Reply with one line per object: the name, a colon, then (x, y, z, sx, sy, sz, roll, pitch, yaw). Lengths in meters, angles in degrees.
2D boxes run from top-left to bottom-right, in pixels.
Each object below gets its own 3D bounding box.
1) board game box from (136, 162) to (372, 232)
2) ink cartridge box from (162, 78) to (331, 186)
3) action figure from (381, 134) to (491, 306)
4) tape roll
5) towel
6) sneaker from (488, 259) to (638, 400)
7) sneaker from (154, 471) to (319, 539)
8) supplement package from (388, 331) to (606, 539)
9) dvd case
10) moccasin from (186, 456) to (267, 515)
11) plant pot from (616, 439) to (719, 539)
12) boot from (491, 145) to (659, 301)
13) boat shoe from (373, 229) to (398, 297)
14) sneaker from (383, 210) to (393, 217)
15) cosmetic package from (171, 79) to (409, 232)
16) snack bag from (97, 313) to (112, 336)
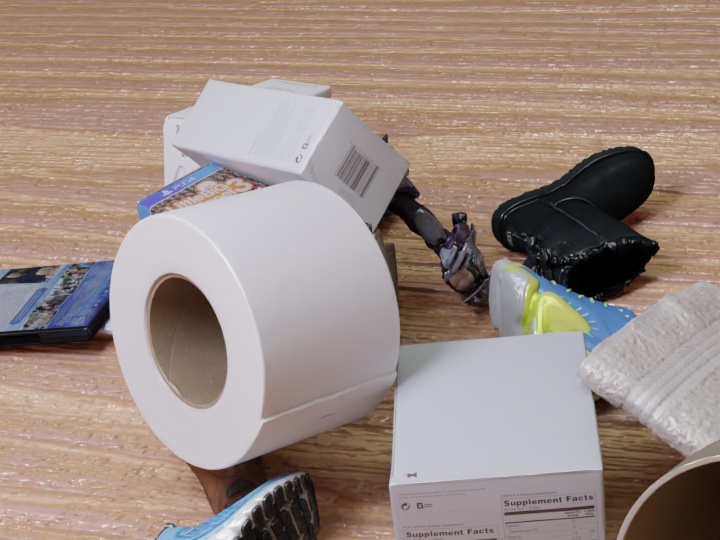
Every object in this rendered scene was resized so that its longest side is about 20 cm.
board game box: (-0.091, 0.017, 1.551, 0.200, 0.160, 0.097, 23, 39, 35)
ink cartridge box: (-0.113, -0.106, 1.796, 0.084, 0.146, 0.200, 11, 22, 27)
action figure: (0.072, -0.036, 1.651, 0.069, 0.200, 0.130, -47, 4, 1)
tape roll: (-0.084, 0.040, 1.358, 0.139, 0.204, 0.202, -17, 27, -39)
towel: (0.270, 0.076, 1.345, 0.132, 0.035, 0.200, 35, 38, 23)
sneaker: (0.189, 0.053, 1.548, 0.105, 0.076, 0.200, -4, 34, -19)
sneaker: (-0.114, 0.206, 1.315, 0.090, 0.079, 0.200, 16, 35, 43)
supplement package: (0.106, 0.147, 1.333, 0.155, 0.111, 0.200, -5, 28, 5)
dvd case: (-0.330, 0.035, 1.732, 0.199, 0.018, 0.143, -4, 28, 20)
moccasin: (-0.128, 0.129, 1.461, 0.073, 0.078, 0.202, -12, 28, -7)
plant pot: (0.289, 0.180, 1.182, 0.187, 0.188, 0.200, 5, 16, 23)
boot: (0.237, -0.044, 1.707, 0.198, 0.074, 0.162, -23, 28, -13)
boat shoe: (0.000, 0.000, 1.626, 0.060, 0.074, 0.200, -6, 2, 5)
sneaker: (-0.030, -0.054, 1.790, 0.078, 0.090, 0.200, 0, 5, 37)
cosmetic package: (-0.066, -0.107, 1.595, 0.200, 0.113, 0.081, 18, 74, 46)
snack bag: (-0.132, 0.031, 1.712, 0.199, 0.021, 0.189, 10, 33, 25)
